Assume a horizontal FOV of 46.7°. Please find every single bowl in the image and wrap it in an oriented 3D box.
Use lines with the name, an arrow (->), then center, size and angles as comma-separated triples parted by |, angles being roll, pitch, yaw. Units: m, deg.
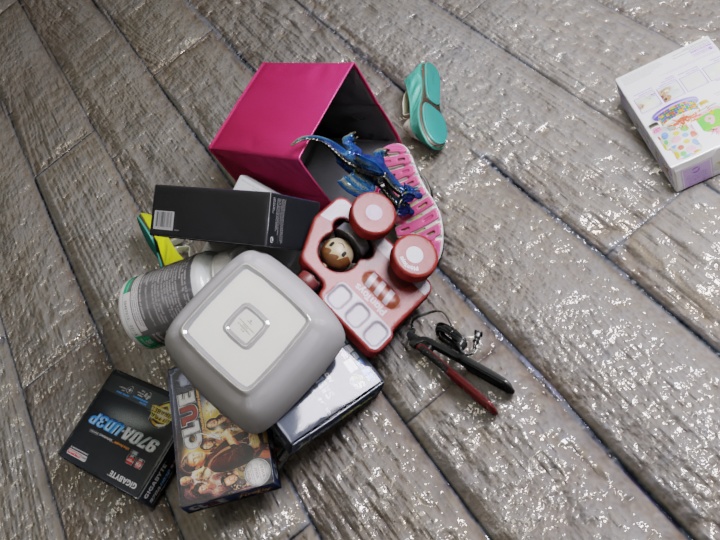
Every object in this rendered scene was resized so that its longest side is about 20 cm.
bowl -> -0.142, 0.081, 1.080 | 0.200, 0.075, 0.200 | 40, 78, 17

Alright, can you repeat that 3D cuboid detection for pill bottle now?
pill bottle -> -0.246, 0.038, 1.227 | 0.198, 0.113, 0.114 | -18, 49, 22

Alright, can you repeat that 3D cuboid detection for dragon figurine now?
dragon figurine -> 0.001, -0.145, 1.200 | 0.059, 0.198, 0.100 | -54, 27, 27

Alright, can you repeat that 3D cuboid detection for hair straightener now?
hair straightener -> 0.136, 0.111, 1.128 | 0.077, 0.041, 0.200 | -46, 43, -8

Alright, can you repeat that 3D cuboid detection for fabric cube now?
fabric cube -> -0.085, -0.203, 1.369 | 0.198, 0.200, 0.198 | 9, 62, 36

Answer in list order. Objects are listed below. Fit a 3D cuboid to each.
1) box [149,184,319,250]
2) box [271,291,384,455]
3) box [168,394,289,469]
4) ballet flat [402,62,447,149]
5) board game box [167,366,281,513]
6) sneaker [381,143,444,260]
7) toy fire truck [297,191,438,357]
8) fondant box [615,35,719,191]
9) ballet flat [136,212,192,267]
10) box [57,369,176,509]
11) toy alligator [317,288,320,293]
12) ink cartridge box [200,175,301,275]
box -> -0.178, -0.075, 1.198 | 0.198, 0.141, 0.080 | 6, 89, 25
box -> -0.088, 0.125, 1.143 | 0.157, 0.051, 0.201 | -30, 70, -22
box -> -0.161, 0.181, 1.202 | 0.199, 0.040, 0.138 | 29, 74, 25
ballet flat -> 0.104, -0.264, 1.408 | 0.070, 0.067, 0.202 | -34, 42, 36
board game box -> -0.190, 0.215, 1.149 | 0.134, 0.035, 0.202 | -17, 62, 6
sneaker -> 0.085, -0.095, 1.281 | 0.073, 0.087, 0.202 | -24, 71, 13
toy fire truck -> 0.000, 0.000, 1.168 | 0.200, 0.112, 0.168 | 44, 65, 6
fondant box -> 0.466, -0.223, 1.171 | 0.143, 0.058, 0.201 | -24, 48, 12
ballet flat -> -0.341, -0.039, 1.490 | 0.066, 0.067, 0.201 | -22, 48, -15
box -> -0.349, 0.253, 1.280 | 0.198, 0.046, 0.160 | 14, 64, 35
toy alligator -> -0.047, 0.071, 1.237 | 0.054, 0.059, 0.201 | -26, 50, 9
ink cartridge box -> -0.164, -0.025, 1.290 | 0.162, 0.057, 0.202 | 30, 98, 26
